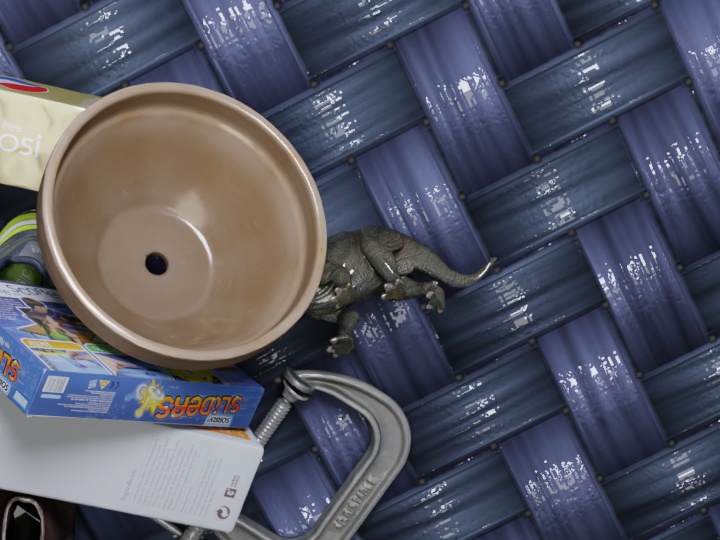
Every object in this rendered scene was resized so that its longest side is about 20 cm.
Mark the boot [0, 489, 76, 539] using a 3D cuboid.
[{"bbox_3d":[-0.248,0.226,1.156,0.072,0.166,0.202,9,103,-4],"label":"boot"}]

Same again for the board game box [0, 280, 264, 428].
[{"bbox_3d":[-0.179,0.056,1.083,0.199,0.135,0.035,11,109,-49],"label":"board game box"}]

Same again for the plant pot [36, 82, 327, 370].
[{"bbox_3d":[-0.130,-0.019,1.093,0.199,0.093,0.202,10,64,-21],"label":"plant pot"}]

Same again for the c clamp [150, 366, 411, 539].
[{"bbox_3d":[-0.065,0.152,1.216,0.171,0.027,0.200,39,100,-10],"label":"c clamp"}]

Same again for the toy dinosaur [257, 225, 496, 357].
[{"bbox_3d":[0.000,0.000,1.152,0.199,0.102,0.077,-23,133,-10],"label":"toy dinosaur"}]

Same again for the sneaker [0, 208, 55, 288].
[{"bbox_3d":[-0.276,0.051,1.157,0.073,0.081,0.201,26,101,-8],"label":"sneaker"}]

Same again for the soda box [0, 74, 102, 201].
[{"bbox_3d":[-0.279,-0.106,1.128,0.198,0.064,0.068,13,103,-4],"label":"soda box"}]

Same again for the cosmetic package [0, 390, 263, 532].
[{"bbox_3d":[-0.180,0.114,1.114,0.199,0.101,0.072,16,104,-28],"label":"cosmetic package"}]
